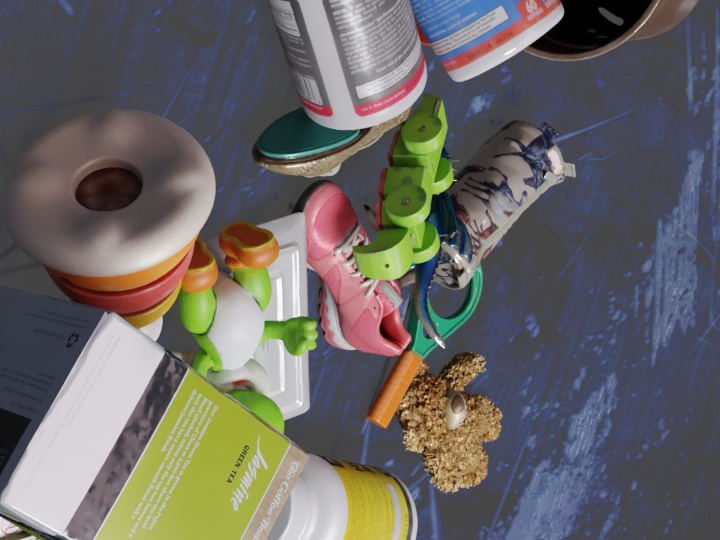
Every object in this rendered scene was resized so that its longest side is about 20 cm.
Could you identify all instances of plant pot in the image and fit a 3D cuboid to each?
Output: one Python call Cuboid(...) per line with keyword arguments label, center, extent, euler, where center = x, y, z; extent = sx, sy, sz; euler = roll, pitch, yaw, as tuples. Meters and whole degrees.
Cuboid(label="plant pot", center=(0.237, -0.303, 1.406), extent=(0.198, 0.199, 0.202), euler=(-13, 117, -59))

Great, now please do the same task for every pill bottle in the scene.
Cuboid(label="pill bottle", center=(-0.040, 0.226, 1.341), extent=(0.200, 0.111, 0.112), euler=(22, 88, -56))
Cuboid(label="pill bottle", center=(-0.019, -0.220, 1.149), extent=(0.111, 0.110, 0.201), euler=(-48, 140, -29))
Cuboid(label="pill bottle", center=(0.072, -0.267, 1.194), extent=(0.112, 0.112, 0.201), euler=(-41, 104, -35))

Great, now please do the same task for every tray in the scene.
Cuboid(label="tray", center=(-0.084, 0.056, 1.251), extent=(0.107, 0.022, 0.201), euler=(-20, 123, -32))

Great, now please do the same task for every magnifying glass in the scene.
Cuboid(label="magnifying glass", center=(0.062, 0.065, 1.468), extent=(0.080, 0.022, 0.201), euler=(39, 73, -37))

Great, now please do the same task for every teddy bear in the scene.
Cuboid(label="teddy bear", center=(0.104, 0.164, 1.548), extent=(0.145, 0.066, 0.201), euler=(-55, 143, -24))

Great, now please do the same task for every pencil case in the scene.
Cuboid(label="pencil case", center=(0.126, -0.065, 1.445), extent=(0.200, 0.089, 0.078), euler=(-47, 140, -29))

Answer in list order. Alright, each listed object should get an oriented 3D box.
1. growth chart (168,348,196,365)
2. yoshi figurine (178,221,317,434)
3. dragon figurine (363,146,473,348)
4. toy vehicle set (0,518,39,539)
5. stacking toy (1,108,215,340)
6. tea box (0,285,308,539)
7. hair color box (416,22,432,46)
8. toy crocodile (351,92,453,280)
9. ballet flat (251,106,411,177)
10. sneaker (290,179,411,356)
Cuboid(label="growth chart", center=(-0.204, 0.154, 1.161), extent=(0.144, 0.018, 0.201), euler=(12, 97, -55))
Cuboid(label="yoshi figurine", center=(-0.096, 0.073, 1.157), extent=(0.112, 0.111, 0.201), euler=(-64, 156, -57))
Cuboid(label="dragon figurine", center=(0.067, -0.033, 1.336), extent=(0.099, 0.201, 0.059), euler=(-25, 142, 3))
Cuboid(label="toy vehicle set", center=(-0.243, 0.223, 1.106), extent=(0.124, 0.026, 0.202), euler=(-11, 112, -40))
Cuboid(label="stacking toy", center=(-0.171, -0.003, 1.056), extent=(0.146, 0.146, 0.201), euler=(-46, 154, -30))
Cuboid(label="tea box", center=(-0.182, 0.118, 0.974), extent=(0.197, 0.199, 0.134), euler=(42, 69, -37))
Cuboid(label="hair color box", center=(0.098, -0.300, 1.303), extent=(0.110, 0.064, 0.202), euler=(-3, 108, -45))
Cuboid(label="toy crocodile", center=(0.042, -0.075, 1.290), extent=(0.068, 0.061, 0.201), euler=(70, 28, -51))
Cuboid(label="ballet flat", center=(-0.016, -0.117, 1.248), extent=(0.200, 0.070, 0.066), euler=(-35, 147, -35))
Cuboid(label="sneaker", center=(0.000, 0.000, 1.306), extent=(0.074, 0.086, 0.201), euler=(-49, 140, -28))
